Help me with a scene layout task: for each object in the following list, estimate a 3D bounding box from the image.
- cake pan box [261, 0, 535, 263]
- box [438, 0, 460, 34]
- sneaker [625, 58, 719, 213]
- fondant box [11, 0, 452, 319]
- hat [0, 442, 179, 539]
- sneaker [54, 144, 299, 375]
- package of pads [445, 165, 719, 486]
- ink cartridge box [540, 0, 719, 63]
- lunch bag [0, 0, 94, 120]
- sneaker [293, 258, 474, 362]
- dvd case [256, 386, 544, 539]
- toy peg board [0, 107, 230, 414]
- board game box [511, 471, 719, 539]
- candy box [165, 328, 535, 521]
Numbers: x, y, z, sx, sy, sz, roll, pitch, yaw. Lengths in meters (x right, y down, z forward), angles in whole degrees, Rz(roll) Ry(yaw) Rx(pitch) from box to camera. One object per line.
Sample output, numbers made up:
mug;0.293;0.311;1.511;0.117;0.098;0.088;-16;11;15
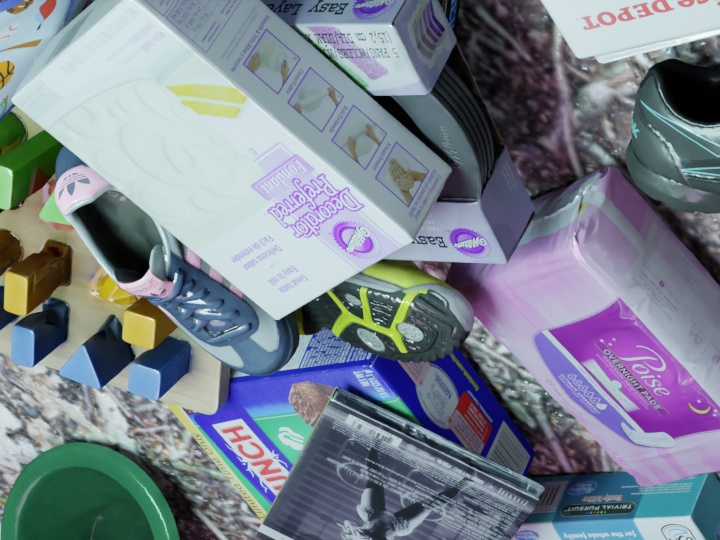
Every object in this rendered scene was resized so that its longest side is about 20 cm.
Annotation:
cake pan box;-0.016;-0.084;1.272;0.200;0.052;0.184;4;140;32
box;-0.023;-0.170;1.256;0.159;0.046;0.200;20;143;11
sneaker;0.234;-0.058;1.195;0.199;0.075;0.079;14;138;19
fondant box;-0.071;-0.074;1.231;0.200;0.058;0.144;39;144;-16
hat;-0.175;0.222;1.832;0.165;0.176;0.201;12;102;25
sneaker;-0.112;0.004;1.327;0.070;0.082;0.200;-31;116;25
package of pads;0.158;0.036;1.350;0.200;0.076;0.120;46;143;-20
ink cartridge box;0.129;-0.209;1.081;0.144;0.085;0.200;-9;127;40
lunch bag;-0.225;-0.156;1.277;0.124;0.200;0.170;31;144;-2
sneaker;0.000;0.000;1.373;0.200;0.076;0.075;16;148;49
dvd case;0.022;0.161;1.508;0.148;0.016;0.200;26;143;-1
toy peg board;-0.188;-0.006;1.452;0.199;0.098;0.200;15;117;18
board game box;0.210;0.221;1.554;0.151;0.047;0.200;-8;129;39
candy box;-0.011;0.104;1.539;0.200;0.077;0.169;-10;129;41
